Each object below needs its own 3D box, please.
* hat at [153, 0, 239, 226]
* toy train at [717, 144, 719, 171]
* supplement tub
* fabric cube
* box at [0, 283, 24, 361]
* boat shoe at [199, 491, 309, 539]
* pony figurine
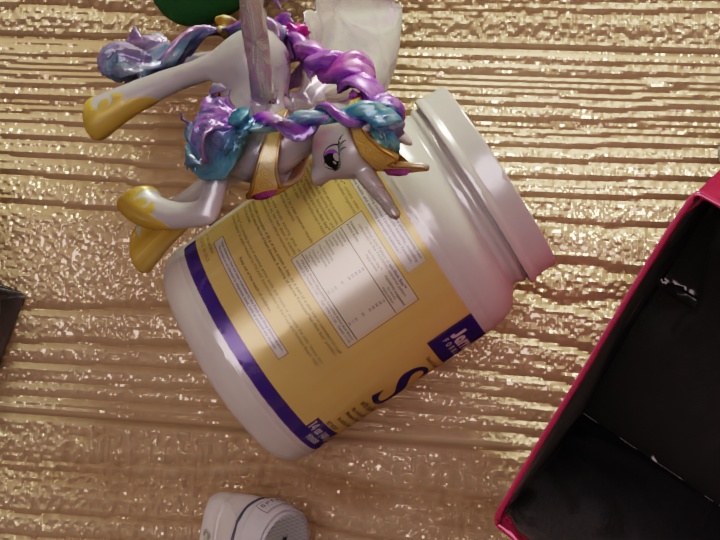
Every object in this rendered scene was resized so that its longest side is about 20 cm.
[{"bbox_3d":[-0.102,-0.181,0.898,0.164,0.177,0.201,28,52,12],"label":"hat"},{"bbox_3d":[0.305,-0.044,0.792,0.200,0.085,0.114,41,101,10],"label":"toy train"},{"bbox_3d":[0.000,0.000,0.800,0.199,0.145,0.146,-34,81,5],"label":"supplement tub"},{"bbox_3d":[0.217,0.078,0.702,0.199,0.199,0.198,33,109,13],"label":"fabric cube"},{"bbox_3d":[-0.311,0.084,0.845,0.113,0.132,0.203,19,87,9],"label":"box"},{"bbox_3d":[-0.072,0.234,0.835,0.066,0.073,0.203,11,93,41],"label":"boat shoe"},{"bbox_3d":[-0.054,-0.104,0.735,0.198,0.166,0.196,-12,70,29],"label":"pony figurine"}]
